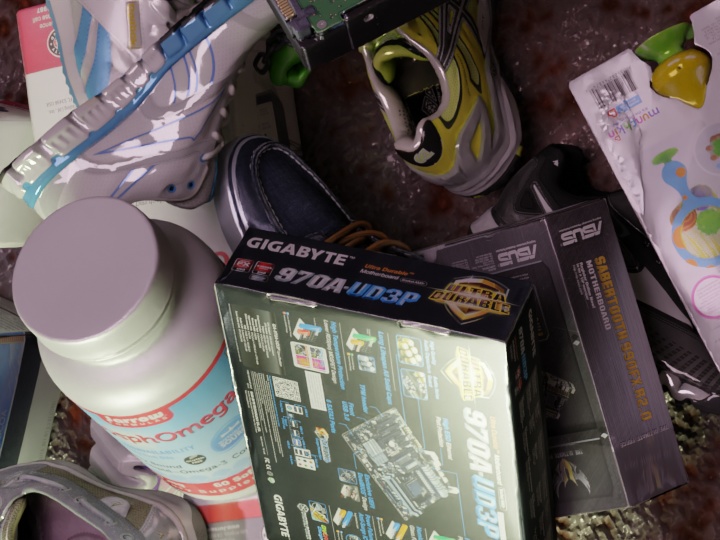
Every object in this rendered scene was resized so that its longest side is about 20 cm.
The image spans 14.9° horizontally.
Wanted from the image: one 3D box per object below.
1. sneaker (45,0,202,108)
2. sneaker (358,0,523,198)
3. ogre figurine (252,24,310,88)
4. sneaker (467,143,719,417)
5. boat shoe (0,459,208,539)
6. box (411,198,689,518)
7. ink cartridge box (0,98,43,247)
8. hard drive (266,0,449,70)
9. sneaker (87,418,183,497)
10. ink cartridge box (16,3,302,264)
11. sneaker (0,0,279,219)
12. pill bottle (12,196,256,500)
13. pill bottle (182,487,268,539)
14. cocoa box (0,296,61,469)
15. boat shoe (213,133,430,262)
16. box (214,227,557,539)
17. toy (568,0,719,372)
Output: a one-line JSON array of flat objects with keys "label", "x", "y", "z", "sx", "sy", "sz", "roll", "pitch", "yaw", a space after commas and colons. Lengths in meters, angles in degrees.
[{"label": "sneaker", "x": -0.121, "y": -0.137, "z": 1.548, "sx": 0.081, "sy": 0.076, "sz": 0.201, "roll": -31, "pitch": 76, "yaw": 34}, {"label": "sneaker", "x": 0.034, "y": -0.140, "z": 1.548, "sx": 0.075, "sy": 0.076, "sz": 0.201, "roll": -32, "pitch": 64, "yaw": 27}, {"label": "ogre figurine", "x": -0.027, "y": -0.218, "z": 1.544, "sx": 0.098, "sy": 0.201, "sz": 0.120, "roll": 27, "pitch": 147, "yaw": -7}, {"label": "sneaker", "x": 0.152, "y": 0.000, "z": 1.501, "sx": 0.200, "sy": 0.066, "sz": 0.091, "roll": 39, "pitch": 111, "yaw": 25}, {"label": "boat shoe", "x": -0.175, "y": 0.154, "z": 1.590, "sx": 0.201, "sy": 0.065, "sz": 0.075, "roll": 7, "pitch": 99, "yaw": 42}, {"label": "box", "x": 0.076, "y": 0.057, "z": 1.503, "sx": 0.200, "sy": 0.048, "sz": 0.159, "roll": -16, "pitch": 92, "yaw": 52}, {"label": "ink cartridge box", "x": -0.275, "y": -0.066, "z": 1.661, "sx": 0.144, "sy": 0.200, "sz": 0.085, "roll": 13, "pitch": 98, "yaw": 28}, {"label": "hard drive", "x": 0.028, "y": -0.205, "z": 1.436, "sx": 0.199, "sy": 0.038, "sz": 0.140, "roll": -28, "pitch": 64, "yaw": -7}, {"label": "sneaker", "x": -0.119, "y": 0.122, "z": 1.651, "sx": 0.081, "sy": 0.088, "sz": 0.201, "roll": 47, "pitch": 136, "yaw": 44}, {"label": "ink cartridge box", "x": -0.113, "y": -0.067, "z": 1.637, "sx": 0.145, "sy": 0.085, "sz": 0.201, "roll": -10, "pitch": 85, "yaw": 29}, {"label": "sneaker", "x": -0.094, "y": -0.083, "z": 1.486, "sx": 0.200, "sy": 0.075, "sz": 0.087, "roll": -40, "pitch": 94, "yaw": 9}, {"label": "pill bottle", "x": -0.105, "y": 0.040, "z": 1.471, "sx": 0.108, "sy": 0.200, "sz": 0.109, "roll": -9, "pitch": 63, "yaw": 18}, {"label": "pill bottle", "x": -0.033, "y": 0.214, "z": 1.583, "sx": 0.115, "sy": 0.116, "sz": 0.201, "roll": -10, "pitch": 87, "yaw": 29}, {"label": "cocoa box", "x": -0.285, "y": 0.111, "z": 1.711, "sx": 0.133, "sy": 0.131, "sz": 0.201, "roll": 20, "pitch": 101, "yaw": 27}, {"label": "boat shoe", "x": 0.000, "y": 0.000, "z": 1.483, "sx": 0.201, "sy": 0.071, "sz": 0.091, "roll": 59, "pitch": 140, "yaw": 5}, {"label": "box", "x": 0.016, "y": 0.078, "z": 1.421, "sx": 0.158, "sy": 0.046, "sz": 0.201, "roll": 11, "pitch": 136, "yaw": 21}, {"label": "toy", "x": 0.208, "y": -0.039, "z": 1.472, "sx": 0.115, "sy": 0.047, "sz": 0.201, "roll": -28, "pitch": 80, "yaw": 7}]
